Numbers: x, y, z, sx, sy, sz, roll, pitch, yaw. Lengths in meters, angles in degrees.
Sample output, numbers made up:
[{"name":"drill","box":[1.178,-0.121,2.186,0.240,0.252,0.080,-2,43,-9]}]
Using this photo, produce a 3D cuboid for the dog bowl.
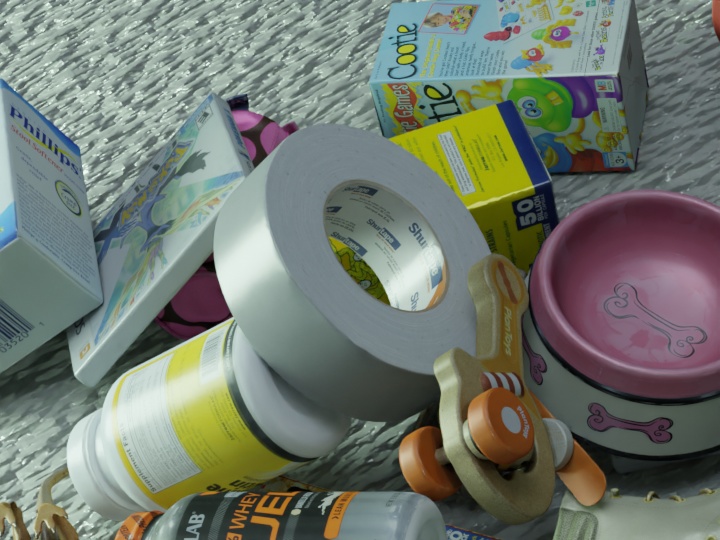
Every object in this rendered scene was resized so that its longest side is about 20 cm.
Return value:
[{"name":"dog bowl","box":[0.201,0.029,1.619,0.199,0.074,0.201,1,50,-2]}]

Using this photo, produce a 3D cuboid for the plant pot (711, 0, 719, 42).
[{"name":"plant pot","box":[0.399,-0.201,1.800,0.200,0.201,0.177,-32,54,-17]}]

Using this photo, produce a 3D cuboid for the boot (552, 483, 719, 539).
[{"name":"boot","box":[0.214,0.160,1.545,0.154,0.072,0.200,10,51,29]}]

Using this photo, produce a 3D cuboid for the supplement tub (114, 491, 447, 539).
[{"name":"supplement tub","box":[-0.050,0.200,1.478,0.199,0.123,0.123,-2,44,16]}]

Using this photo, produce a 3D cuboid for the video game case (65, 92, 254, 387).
[{"name":"video game case","box":[-0.158,-0.027,1.798,0.200,0.022,0.182,-48,25,11]}]

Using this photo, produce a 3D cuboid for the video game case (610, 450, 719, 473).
[{"name":"video game case","box":[0.255,0.051,1.686,0.181,0.023,0.201,-12,43,5]}]

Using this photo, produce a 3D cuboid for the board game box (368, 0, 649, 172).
[{"name":"board game box","box":[0.121,-0.147,1.879,0.199,0.103,0.105,0,44,17]}]

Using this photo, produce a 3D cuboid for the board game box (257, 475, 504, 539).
[{"name":"board game box","box":[-0.011,0.225,1.565,0.199,0.046,0.152,14,50,30]}]

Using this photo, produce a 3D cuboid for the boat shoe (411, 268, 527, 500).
[{"name":"boat shoe","box":[0.076,0.074,1.679,0.073,0.075,0.201,3,44,20]}]

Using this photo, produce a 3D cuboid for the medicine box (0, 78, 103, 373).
[{"name":"medicine box","box":[-0.308,-0.016,1.832,0.182,0.103,0.201,-34,40,15]}]

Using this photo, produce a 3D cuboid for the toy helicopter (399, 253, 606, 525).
[{"name":"toy helicopter","box":[0.099,0.077,1.536,0.079,0.132,0.201,-32,40,35]}]

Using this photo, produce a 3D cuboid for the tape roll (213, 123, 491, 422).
[{"name":"tape roll","box":[0.000,0.000,1.600,0.066,0.200,0.201,-43,25,39]}]

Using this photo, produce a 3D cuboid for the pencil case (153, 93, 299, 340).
[{"name":"pencil case","box":[-0.106,-0.039,1.848,0.093,0.091,0.201,-6,45,20]}]

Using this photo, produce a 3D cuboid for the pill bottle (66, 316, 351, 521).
[{"name":"pill bottle","box":[-0.109,0.105,1.634,0.199,0.112,0.112,-27,32,36]}]

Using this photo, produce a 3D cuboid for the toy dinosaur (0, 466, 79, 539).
[{"name":"toy dinosaur","box":[-0.217,0.191,1.645,0.060,0.106,0.201,-25,48,1]}]

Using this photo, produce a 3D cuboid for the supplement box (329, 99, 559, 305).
[{"name":"supplement box","box":[0.045,-0.028,1.772,0.199,0.109,0.110,-18,41,-1]}]
